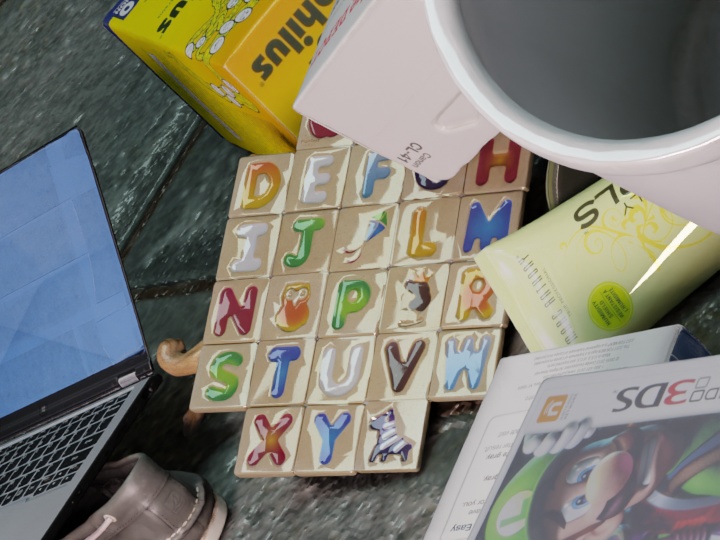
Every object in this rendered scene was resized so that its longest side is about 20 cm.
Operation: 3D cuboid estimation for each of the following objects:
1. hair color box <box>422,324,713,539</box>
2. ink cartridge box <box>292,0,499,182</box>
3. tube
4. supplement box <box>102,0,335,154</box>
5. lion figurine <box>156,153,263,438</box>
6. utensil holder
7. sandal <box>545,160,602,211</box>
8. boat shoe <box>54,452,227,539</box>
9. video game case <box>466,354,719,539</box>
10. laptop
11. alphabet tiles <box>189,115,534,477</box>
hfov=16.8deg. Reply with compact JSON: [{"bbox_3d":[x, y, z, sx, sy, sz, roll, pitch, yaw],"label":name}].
[{"bbox_3d":[0.069,0.122,0.897,0.100,0.060,0.201,-14,41,48],"label":"hair color box"},{"bbox_3d":[0.056,-0.162,1.085,0.201,0.085,0.148,-68,10,-25],"label":"ink cartridge box"},{"bbox_3d":[0.141,-0.030,1.005,0.200,0.052,0.058,-37,28,20],"label":"tube"},{"bbox_3d":[-0.044,-0.132,1.352,0.109,0.109,0.200,-51,27,-7],"label":"supplement box"},{"bbox_3d":[-0.017,-0.006,1.204,0.122,0.072,0.201,3,69,42],"label":"lion figurine"},{"bbox_3d":[0.142,-0.098,0.872,0.169,0.200,0.171,-8,76,31],"label":"utensil holder"},{"bbox_3d":[0.129,-0.107,1.054,0.057,0.079,0.202,-92,25,-80],"label":"sandal"},{"bbox_3d":[-0.144,0.121,1.217,0.199,0.057,0.067,-13,42,48],"label":"boat shoe"},{"bbox_3d":[0.084,0.110,0.771,0.181,0.023,0.201,-13,43,52],"label":"video game case"},{"bbox_3d":[-0.203,0.059,1.227,0.187,0.116,0.200,-25,24,44],"label":"laptop"},{"bbox_3d":[0.000,0.000,1.134,0.165,0.006,0.201,-4,64,33],"label":"alphabet tiles"}]
